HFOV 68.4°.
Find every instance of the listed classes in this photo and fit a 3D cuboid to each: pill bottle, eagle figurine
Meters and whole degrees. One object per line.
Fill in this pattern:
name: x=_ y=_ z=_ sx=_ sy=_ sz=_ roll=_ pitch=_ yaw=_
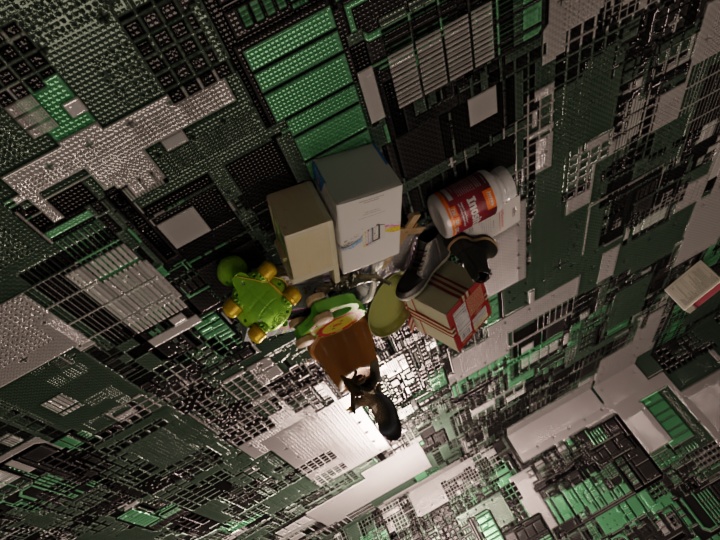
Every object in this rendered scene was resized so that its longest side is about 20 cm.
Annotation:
pill bottle: x=0.270 y=-0.171 z=1.282 sx=0.197 sy=0.114 sz=0.114 roll=-28 pitch=143 yaw=-3
eagle figurine: x=0.030 y=0.333 z=1.370 sx=0.149 sy=0.154 sz=0.199 roll=-12 pitch=141 yaw=43

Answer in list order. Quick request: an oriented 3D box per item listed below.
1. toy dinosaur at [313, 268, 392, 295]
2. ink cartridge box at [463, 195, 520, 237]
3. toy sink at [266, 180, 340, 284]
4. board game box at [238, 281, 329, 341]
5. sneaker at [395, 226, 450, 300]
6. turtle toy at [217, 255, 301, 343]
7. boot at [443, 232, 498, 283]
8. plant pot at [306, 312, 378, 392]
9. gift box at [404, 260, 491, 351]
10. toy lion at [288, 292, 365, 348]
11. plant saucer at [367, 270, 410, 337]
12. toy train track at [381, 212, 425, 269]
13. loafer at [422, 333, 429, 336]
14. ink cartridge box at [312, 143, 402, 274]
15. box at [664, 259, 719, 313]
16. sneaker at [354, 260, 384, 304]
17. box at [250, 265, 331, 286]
toy dinosaur: x=-0.023 y=0.008 z=1.272 sx=0.196 sy=0.047 sz=0.090 roll=-9 pitch=104 yaw=-14
ink cartridge box: x=0.317 y=-0.137 z=1.389 sx=0.197 sy=0.068 sz=0.118 roll=-28 pitch=145 yaw=-2
toy sink: x=-0.123 y=-0.061 z=1.132 sx=0.110 sy=0.131 sz=0.202 roll=-20 pitch=143 yaw=-12
board game box: x=-0.188 y=0.100 z=1.296 sx=0.196 sy=0.065 sz=0.148 roll=-10 pitch=156 yaw=-24
sneaker: x=0.149 y=-0.021 z=1.393 sx=0.201 sy=0.074 sz=0.107 roll=-49 pitch=139 yaw=-12
turtle toy: x=-0.229 y=0.049 z=1.146 sx=0.146 sy=0.101 sz=0.200 roll=-45 pitch=99 yaw=-8
boot: x=0.309 y=-0.019 z=1.348 sx=0.197 sy=0.140 sz=0.078 roll=3 pitch=136 yaw=-40
plant pot: x=-0.038 y=0.225 z=1.466 sx=0.197 sy=0.185 sz=0.202 roll=-18 pitch=141 yaw=-15
gift box: x=0.231 y=0.099 z=1.468 sx=0.184 sy=0.185 sz=0.202 roll=-39 pitch=133 yaw=-23
toy lion: x=-0.064 y=0.111 z=1.273 sx=0.189 sy=0.070 sz=0.200 roll=-13 pitch=157 yaw=-33
plant saucer: x=0.084 y=0.089 z=1.474 sx=0.198 sy=0.031 sz=0.203 roll=-26 pitch=130 yaw=-35
toy train track: x=0.090 y=-0.079 z=1.339 sx=0.113 sy=0.033 sz=0.201 roll=-8 pitch=144 yaw=-37
loafer: x=0.258 y=0.197 z=1.727 sx=0.197 sy=0.072 sz=0.073 roll=8 pitch=129 yaw=-39
ink cartridge box: x=-0.005 y=-0.128 z=1.118 sx=0.142 sy=0.148 sz=0.202 roll=-19 pitch=142 yaw=-14
box: x=1.499 y=0.074 z=2.372 sx=0.108 sy=0.129 sz=0.201 roll=15 pitch=125 yaw=-44
sneaker: x=0.000 y=0.000 z=1.344 sx=0.084 sy=0.078 sz=0.203 roll=1 pitch=127 yaw=-17
box: x=-0.162 y=0.011 z=1.260 sx=0.196 sy=0.042 sz=0.039 roll=-6 pitch=138 yaw=-27
